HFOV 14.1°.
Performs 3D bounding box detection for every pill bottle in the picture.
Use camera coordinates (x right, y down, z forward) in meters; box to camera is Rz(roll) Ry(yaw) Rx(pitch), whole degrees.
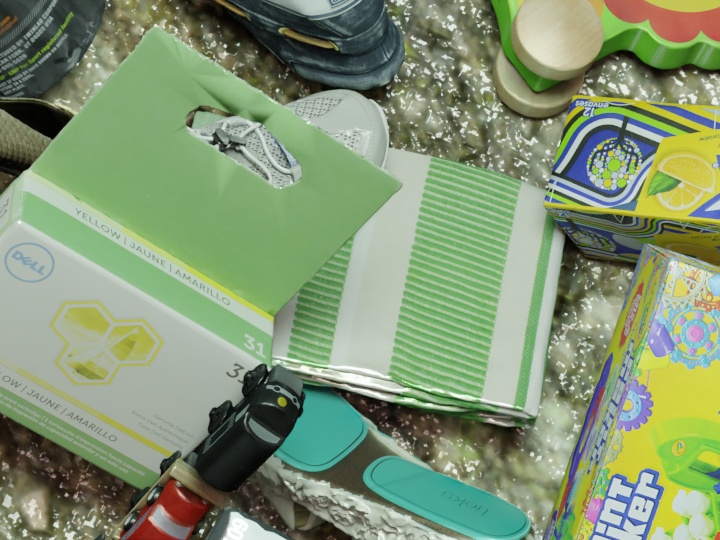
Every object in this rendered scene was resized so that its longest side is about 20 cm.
[{"bbox_3d":[-0.214,-0.171,1.412,0.106,0.200,0.106,-13,57,21],"label":"pill bottle"}]

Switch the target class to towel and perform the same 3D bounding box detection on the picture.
[{"bbox_3d":[0.000,0.000,1.456,0.200,0.023,0.153,11,55,2],"label":"towel"}]

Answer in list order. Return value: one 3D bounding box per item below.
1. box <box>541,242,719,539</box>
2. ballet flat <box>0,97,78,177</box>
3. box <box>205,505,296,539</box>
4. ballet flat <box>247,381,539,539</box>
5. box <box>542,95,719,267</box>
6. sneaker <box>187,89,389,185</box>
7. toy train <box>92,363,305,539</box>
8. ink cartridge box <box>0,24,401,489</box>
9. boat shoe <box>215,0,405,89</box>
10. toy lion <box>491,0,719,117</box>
[{"bbox_3d":[0.195,0.113,1.355,0.192,0.122,0.200,19,94,-2],"label":"box"},{"bbox_3d":[-0.169,-0.072,1.399,0.067,0.200,0.046,26,97,23],"label":"ballet flat"},{"bbox_3d":[-0.006,0.217,1.359,0.200,0.106,0.122,28,73,5],"label":"box"},{"bbox_3d":[-0.005,0.111,1.409,0.200,0.072,0.072,31,72,27],"label":"ballet flat"},{"bbox_3d":[0.197,-0.037,1.428,0.200,0.070,0.064,6,69,27],"label":"box"},{"bbox_3d":[-0.071,-0.039,1.410,0.200,0.082,0.075,-28,60,-20],"label":"sneaker"},{"bbox_3d":[-0.091,0.117,1.359,0.034,0.200,0.046,34,32,-15],"label":"toy train"},{"bbox_3d":[-0.097,0.000,1.336,0.145,0.200,0.048,32,34,-22],"label":"ink cartridge box"},{"bbox_3d":[-0.062,-0.160,1.501,0.071,0.091,0.200,-44,52,-15],"label":"boat shoe"},{"bbox_3d":[0.128,-0.184,1.523,0.192,0.069,0.200,-31,76,-19],"label":"toy lion"}]
